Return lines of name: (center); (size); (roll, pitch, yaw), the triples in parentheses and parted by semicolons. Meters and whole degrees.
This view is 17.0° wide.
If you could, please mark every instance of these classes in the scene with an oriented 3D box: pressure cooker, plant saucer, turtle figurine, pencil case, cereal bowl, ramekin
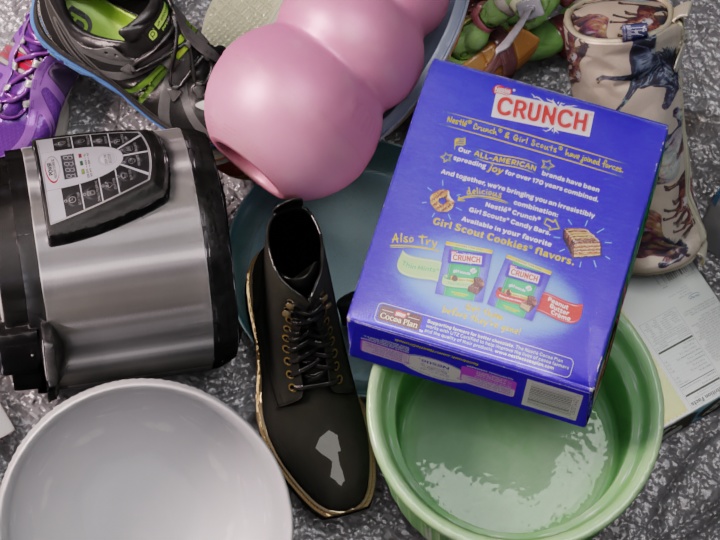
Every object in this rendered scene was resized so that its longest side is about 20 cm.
pressure cooker: (-0.190, -0.002, 1.662); (0.199, 0.176, 0.179); (-8, 87, -7)
plant saucer: (0.000, 0.000, 1.758); (0.199, 0.027, 0.201); (2, 70, -5)
turtle figurine: (0.140, -0.154, 1.772); (0.194, 0.200, 0.144); (-40, 112, -22)
pencil case: (0.200, -0.096, 1.718); (0.089, 0.201, 0.078); (3, 28, 27)
cereal bowl: (-0.149, 0.169, 1.633); (0.199, 0.083, 0.201); (-1, 93, -10)
ramekin: (0.103, 0.108, 1.650); (0.199, 0.098, 0.201); (0, 69, -1)

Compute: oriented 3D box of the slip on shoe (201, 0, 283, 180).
slip on shoe: (-0.080, -0.155, 1.795); (0.074, 0.061, 0.201); (-6, 58, 29)

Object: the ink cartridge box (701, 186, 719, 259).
ink cartridge box: (0.371, -0.076, 1.759); (0.146, 0.147, 0.200); (39, 71, 10)

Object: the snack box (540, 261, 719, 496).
snack box: (0.178, 0.076, 1.740); (0.200, 0.037, 0.116); (-27, 72, -14)

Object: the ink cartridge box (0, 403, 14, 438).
ink cartridge box: (-0.366, 0.100, 1.680); (0.200, 0.047, 0.160); (-28, 74, -20)

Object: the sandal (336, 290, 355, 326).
sandal: (0.082, 0.008, 1.721); (0.200, 0.075, 0.048); (-21, 98, -5)

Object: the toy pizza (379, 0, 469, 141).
toy pizza: (0.019, -0.158, 1.748); (0.032, 0.200, 0.201); (32, 66, -29)

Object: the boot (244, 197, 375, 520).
boot: (-0.037, 0.061, 1.644); (0.077, 0.138, 0.200); (-17, 74, -11)

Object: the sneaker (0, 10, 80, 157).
sneaker: (-0.241, -0.150, 1.762); (0.080, 0.083, 0.200); (23, 69, 4)

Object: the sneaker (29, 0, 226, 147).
sneaker: (-0.141, -0.151, 1.698); (0.199, 0.083, 0.071); (28, 68, -2)

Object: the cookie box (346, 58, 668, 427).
cookie box: (0.099, -0.020, 1.606); (0.171, 0.075, 0.200); (17, 69, 6)

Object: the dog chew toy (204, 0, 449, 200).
dog chew toy: (-0.014, -0.145, 1.638); (0.124, 0.125, 0.200); (38, 82, 9)
